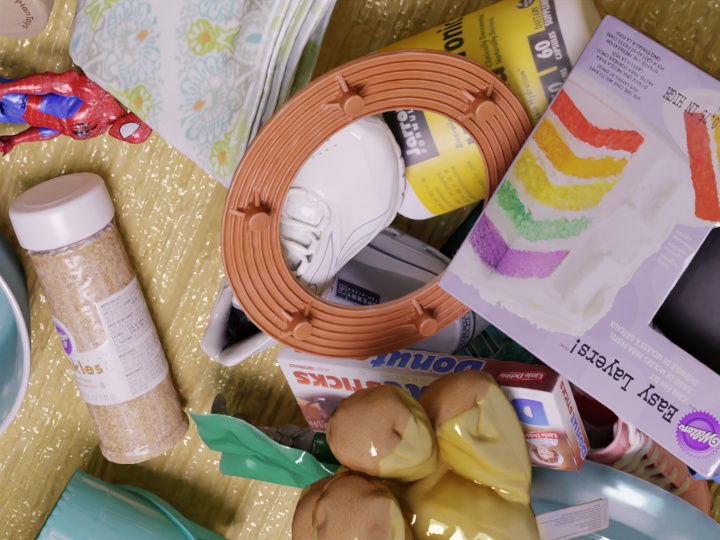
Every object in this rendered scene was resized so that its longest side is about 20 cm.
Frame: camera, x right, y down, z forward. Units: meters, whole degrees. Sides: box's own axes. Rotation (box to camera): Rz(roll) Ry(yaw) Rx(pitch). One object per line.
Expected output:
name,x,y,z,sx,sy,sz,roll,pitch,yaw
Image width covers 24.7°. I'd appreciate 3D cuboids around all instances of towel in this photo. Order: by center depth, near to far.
towel,-0.099,-0.163,0.993,0.200,0.048,0.172,39,120,32

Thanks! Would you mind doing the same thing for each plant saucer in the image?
plant saucer,0.165,0.184,1.123,0.199,0.028,0.200,21,154,11

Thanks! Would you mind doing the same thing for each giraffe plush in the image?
giraffe plush,0.026,0.148,1.008,0.199,0.162,0.173,14,78,-36

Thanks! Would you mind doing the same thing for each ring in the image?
ring,0.016,-0.032,0.941,0.199,0.019,0.201,-12,126,-18

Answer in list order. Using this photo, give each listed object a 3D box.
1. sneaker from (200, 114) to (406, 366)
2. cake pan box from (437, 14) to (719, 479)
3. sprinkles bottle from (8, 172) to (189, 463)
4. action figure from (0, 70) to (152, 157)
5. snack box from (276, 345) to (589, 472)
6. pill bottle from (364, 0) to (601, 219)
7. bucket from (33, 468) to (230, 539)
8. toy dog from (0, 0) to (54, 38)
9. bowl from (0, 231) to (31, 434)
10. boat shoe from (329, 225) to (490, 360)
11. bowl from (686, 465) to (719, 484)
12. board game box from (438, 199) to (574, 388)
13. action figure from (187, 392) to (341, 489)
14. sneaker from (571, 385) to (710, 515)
sneaker,-0.036,-0.014,0.980,0.074,0.087,0.200,33,128,7
cake pan box,0.171,-0.012,0.904,0.200,0.052,0.185,37,104,18
sprinkles bottle,-0.179,0.034,1.141,0.068,0.068,0.201,-11,114,13
action figure,-0.234,-0.110,1.084,0.199,0.052,0.066,8,148,2
snack box,0.044,0.083,1.040,0.199,0.024,0.072,5,135,32
pill bottle,0.060,-0.097,1.021,0.199,0.111,0.112,-20,112,17
bucket,-0.191,0.250,1.178,0.134,0.207,0.208,32,116,-6
toy dog,-0.268,-0.198,1.020,0.199,0.132,0.097,-19,135,6
bowl,-0.309,0.024,1.133,0.200,0.105,0.202,3,117,7
boat shoe,0.000,0.000,1.087,0.200,0.065,0.074,31,121,27
bowl,0.220,0.034,1.011,0.039,0.201,0.202,-1,116,5
board game box,0.094,0.030,1.075,0.028,0.135,0.200,10,127,-46
action figure,-0.010,0.133,1.140,0.199,0.055,0.118,13,163,20
sneaker,0.174,0.127,1.118,0.075,0.105,0.201,-30,109,16
